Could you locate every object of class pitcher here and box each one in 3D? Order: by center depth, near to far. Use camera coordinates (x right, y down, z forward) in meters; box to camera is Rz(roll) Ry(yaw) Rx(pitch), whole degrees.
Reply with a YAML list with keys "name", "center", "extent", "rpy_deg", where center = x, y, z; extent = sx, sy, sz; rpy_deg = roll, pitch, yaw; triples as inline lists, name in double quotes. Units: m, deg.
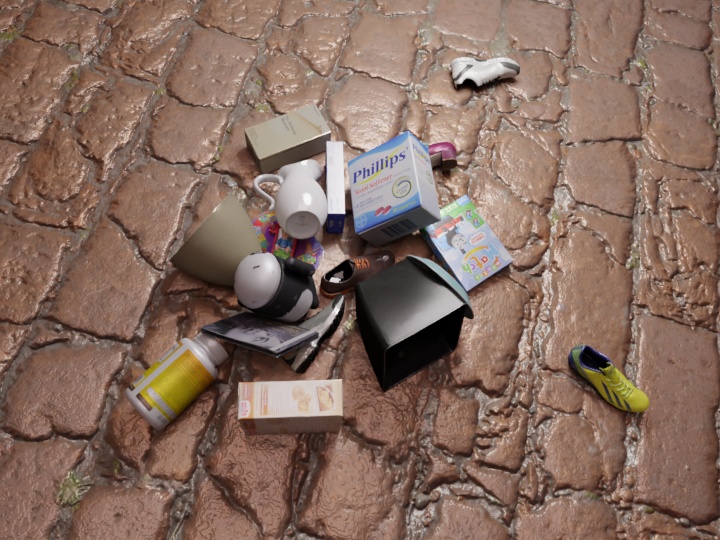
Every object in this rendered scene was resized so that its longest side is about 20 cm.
- name: "pitcher"
  center: [-0.163, -0.165, 1.346]
  extent: [0.168, 0.123, 0.202]
  rpy_deg: [-8, 44, -3]

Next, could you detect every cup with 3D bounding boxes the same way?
- name: "cup"
  center: [-0.300, -0.049, 1.286]
  extent: [0.143, 0.200, 0.201]
  rpy_deg: [43, 67, -13]

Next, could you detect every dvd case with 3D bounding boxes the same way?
- name: "dvd case"
  center: [-0.206, 0.127, 1.200]
  extent: [0.197, 0.148, 0.016]
  rpy_deg: [13, 105, 27]

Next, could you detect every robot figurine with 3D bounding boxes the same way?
- name: "robot figurine"
  center: [-0.177, 0.035, 1.243]
  extent: [0.124, 0.199, 0.152]
  rpy_deg: [25, 89, 44]

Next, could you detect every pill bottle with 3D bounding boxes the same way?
- name: "pill bottle"
  center: [-0.368, 0.217, 1.187]
  extent: [0.109, 0.110, 0.200]
  rpy_deg: [41, 69, 13]

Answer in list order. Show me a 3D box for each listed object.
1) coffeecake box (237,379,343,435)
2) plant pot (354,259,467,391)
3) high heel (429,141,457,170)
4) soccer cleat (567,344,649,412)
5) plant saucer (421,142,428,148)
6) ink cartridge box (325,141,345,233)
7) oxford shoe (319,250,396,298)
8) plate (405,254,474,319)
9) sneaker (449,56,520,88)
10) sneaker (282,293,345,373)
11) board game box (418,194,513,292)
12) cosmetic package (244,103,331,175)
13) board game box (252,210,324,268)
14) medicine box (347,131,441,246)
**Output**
- name: "coffeecake box"
  center: [-0.136, 0.274, 1.157]
  extent: [0.196, 0.154, 0.074]
  rpy_deg: [-1, 64, -6]
- name: "plant pot"
  center: [0.086, 0.102, 1.245]
  extent: [0.198, 0.201, 0.178]
  rpy_deg: [-28, 59, -16]
- name: "high heel"
  center: [0.150, -0.293, 1.506]
  extent: [0.196, 0.068, 0.097]
  rpy_deg: [0, 41, -3]
- name: "soccer cleat"
  center: [0.546, 0.237, 1.274]
  extent: [0.199, 0.084, 0.065]
  rpy_deg: [38, 67, 12]
- name: "plant saucer"
  center: [0.139, -0.217, 1.440]
  extent: [0.068, 0.019, 0.204]
  rpy_deg: [-1, 87, -5]
- name: "ink cartridge box"
  center: [-0.063, -0.202, 1.414]
  extent: [0.043, 0.094, 0.204]
  rpy_deg: [0, 65, -5]
- name: "oxford shoe"
  center: [0.000, 0.000, 1.338]
  extent: [0.198, 0.073, 0.072]
  rpy_deg: [-27, 69, -16]
- name: "plate"
  center: [0.179, 0.029, 1.272]
  extent: [0.200, 0.200, 0.026]
  rpy_deg: [42, 82, 14]
- name: "sneaker"
  center: [0.348, -0.545, 1.629]
  extent: [0.196, 0.074, 0.082]
  rpy_deg: [-2, 80, -1]
- name: "sneaker"
  center: [-0.101, 0.124, 1.275]
  extent: [0.079, 0.074, 0.201]
  rpy_deg: [33, 67, 16]
- name: "board game box"
  center: [0.251, -0.064, 1.403]
  extent: [0.150, 0.037, 0.202]
  rpy_deg: [-30, 77, -17]
- name: "cosmetic package"
  center: [-0.182, -0.332, 1.475]
  extent: [0.197, 0.073, 0.105]
  rpy_deg: [-25, 70, -14]
- name: "board game box"
  center: [-0.184, -0.067, 1.370]
  extent: [0.157, 0.039, 0.201]
  rpy_deg: [-31, 71, -17]
- name: "medicine box"
  center: [0.075, -0.188, 1.367]
  extent: [0.180, 0.102, 0.204]
  rpy_deg: [-21, 63, 28]
